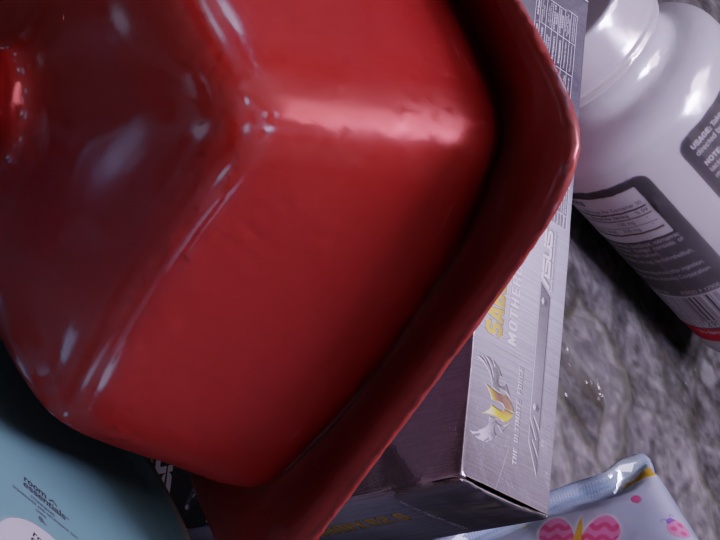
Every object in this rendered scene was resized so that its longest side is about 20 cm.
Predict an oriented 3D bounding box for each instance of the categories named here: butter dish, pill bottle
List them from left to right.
[{"bbox_3d":[-0.060,-0.039,0.696,0.147,0.200,0.200,8,43,-33],"label":"butter dish"},{"bbox_3d":[0.153,-0.059,1.181,0.200,0.111,0.111,44,39,-28],"label":"pill bottle"}]

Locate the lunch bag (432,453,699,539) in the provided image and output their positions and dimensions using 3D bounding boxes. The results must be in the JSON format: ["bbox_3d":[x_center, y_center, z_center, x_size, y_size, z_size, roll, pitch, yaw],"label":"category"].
[{"bbox_3d":[0.100,0.201,0.879,0.200,0.127,0.170,75,-12,-47],"label":"lunch bag"}]

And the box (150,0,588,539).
[{"bbox_3d":[0.000,0.000,0.867,0.048,0.158,0.201,28,59,-40],"label":"box"}]

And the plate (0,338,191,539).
[{"bbox_3d":[-0.095,0.069,0.685,0.200,0.026,0.200,48,18,-21],"label":"plate"}]
